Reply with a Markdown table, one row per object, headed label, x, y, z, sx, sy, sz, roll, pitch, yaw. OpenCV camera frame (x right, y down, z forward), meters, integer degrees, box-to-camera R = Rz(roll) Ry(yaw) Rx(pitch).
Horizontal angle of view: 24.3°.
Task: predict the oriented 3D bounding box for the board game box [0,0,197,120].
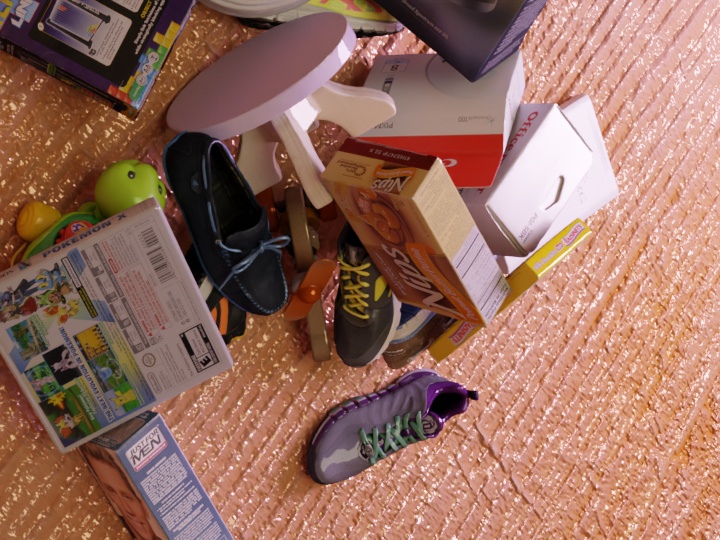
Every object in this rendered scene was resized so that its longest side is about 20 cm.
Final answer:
| label | x | y | z | sx | sy | sz | roll | pitch | yaw |
| --- | --- | --- | --- | --- | --- | --- | --- | --- | --- |
| board game box | -0.230 | -0.263 | 1.508 | 0.164 | 0.057 | 0.202 | 28 | 80 | -7 |

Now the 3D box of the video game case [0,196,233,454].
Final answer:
| label | x | y | z | sx | sy | sz | roll | pitch | yaw |
| --- | --- | --- | --- | --- | --- | --- | --- | --- | --- |
| video game case | -0.227 | 0.052 | 1.489 | 0.181 | 0.022 | 0.201 | -27 | 130 | -7 |

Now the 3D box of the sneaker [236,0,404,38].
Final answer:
| label | x | y | z | sx | sy | sz | roll | pitch | yaw |
| --- | --- | --- | --- | --- | --- | --- | --- | --- | --- |
| sneaker | -0.031 | -0.284 | 1.697 | 0.198 | 0.078 | 0.092 | 3 | 90 | -38 |

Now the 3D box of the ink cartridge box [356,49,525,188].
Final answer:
| label | x | y | z | sx | sy | sz | roll | pitch | yaw |
| --- | --- | --- | --- | --- | --- | --- | --- | --- | --- |
| ink cartridge box | 0.072 | -0.154 | 1.687 | 0.201 | 0.158 | 0.048 | -67 | 152 | -51 |

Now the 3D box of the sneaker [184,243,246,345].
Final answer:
| label | x | y | z | sx | sy | sz | roll | pitch | yaw |
| --- | --- | --- | --- | --- | --- | --- | --- | --- | --- |
| sneaker | -0.152 | 0.058 | 1.633 | 0.090 | 0.070 | 0.202 | 38 | 69 | -30 |

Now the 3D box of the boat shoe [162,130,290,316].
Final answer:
| label | x | y | z | sx | sy | sz | roll | pitch | yaw |
| --- | --- | --- | --- | --- | --- | --- | --- | --- | --- |
| boat shoe | -0.121 | -0.037 | 1.576 | 0.084 | 0.068 | 0.201 | -52 | 124 | -31 |

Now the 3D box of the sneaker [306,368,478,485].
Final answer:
| label | x | y | z | sx | sy | sz | roll | pitch | yaw |
| --- | --- | --- | --- | --- | --- | --- | --- | --- | --- |
| sneaker | 0.033 | 0.164 | 1.776 | 0.199 | 0.087 | 0.075 | -33 | 113 | -32 |

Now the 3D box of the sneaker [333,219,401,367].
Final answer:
| label | x | y | z | sx | sy | sz | roll | pitch | yaw |
| --- | --- | --- | --- | --- | --- | --- | --- | --- | --- |
| sneaker | 0.000 | 0.000 | 1.702 | 0.084 | 0.074 | 0.202 | -2 | 105 | -62 |

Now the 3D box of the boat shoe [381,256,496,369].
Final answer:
| label | x | y | z | sx | sy | sz | roll | pitch | yaw |
| --- | --- | --- | --- | --- | --- | --- | --- | --- | --- |
| boat shoe | 0.080 | 0.034 | 1.820 | 0.199 | 0.072 | 0.073 | -36 | 134 | -35 |

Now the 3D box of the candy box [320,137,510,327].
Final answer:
| label | x | y | z | sx | sy | sz | roll | pitch | yaw |
| --- | --- | --- | --- | --- | --- | --- | --- | --- | --- |
| candy box | 0.055 | -0.035 | 1.599 | 0.056 | 0.115 | 0.201 | -55 | 138 | -21 |

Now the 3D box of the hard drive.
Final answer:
| label | x | y | z | sx | sy | sz | roll | pitch | yaw |
| --- | --- | --- | --- | --- | --- | --- | --- | --- | --- |
| hard drive | 0.212 | -0.101 | 1.933 | 0.199 | 0.026 | 0.133 | -33 | 113 | -31 |

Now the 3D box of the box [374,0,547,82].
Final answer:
| label | x | y | z | sx | sy | sz | roll | pitch | yaw |
| --- | --- | --- | --- | --- | --- | --- | --- | --- | --- |
| box | 0.105 | -0.333 | 1.634 | 0.200 | 0.199 | 0.123 | 40 | 37 | 8 |

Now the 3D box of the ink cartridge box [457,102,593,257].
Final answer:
| label | x | y | z | sx | sy | sz | roll | pitch | yaw |
| --- | --- | --- | --- | --- | --- | --- | --- | --- | --- |
| ink cartridge box | 0.123 | -0.098 | 1.754 | 0.083 | 0.199 | 0.147 | 48 | 65 | -30 |

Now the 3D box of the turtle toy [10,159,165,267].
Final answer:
| label | x | y | z | sx | sy | sz | roll | pitch | yaw |
| --- | --- | --- | --- | --- | --- | --- | --- | --- | --- |
| turtle toy | -0.242 | -0.007 | 1.537 | 0.145 | 0.101 | 0.202 | 26 | 78 | -36 |

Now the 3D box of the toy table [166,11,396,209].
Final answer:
| label | x | y | z | sx | sy | sz | roll | pitch | yaw |
| --- | --- | --- | --- | --- | --- | --- | --- | --- | --- |
| toy table | -0.073 | -0.153 | 1.625 | 0.117 | 0.198 | 0.185 | 54 | 26 | -35 |

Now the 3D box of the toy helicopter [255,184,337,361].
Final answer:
| label | x | y | z | sx | sy | sz | roll | pitch | yaw |
| --- | --- | --- | --- | --- | --- | --- | --- | --- | --- |
| toy helicopter | -0.050 | 0.011 | 1.685 | 0.078 | 0.133 | 0.202 | -11 | 123 | -3 |

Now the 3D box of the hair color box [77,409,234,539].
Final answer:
| label | x | y | z | sx | sy | sz | roll | pitch | yaw |
| --- | --- | --- | --- | --- | --- | --- | --- | --- | --- |
| hair color box | -0.190 | 0.225 | 1.598 | 0.060 | 0.100 | 0.201 | -39 | 116 | -27 |

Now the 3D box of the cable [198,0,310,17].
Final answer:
| label | x | y | z | sx | sy | sz | roll | pitch | yaw |
| --- | --- | --- | --- | --- | --- | --- | --- | --- | --- |
| cable | -0.101 | -0.344 | 1.593 | 0.197 | 0.069 | 0.203 | 4 | 95 | -6 |

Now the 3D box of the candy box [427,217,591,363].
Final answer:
| label | x | y | z | sx | sy | sz | roll | pitch | yaw |
| --- | --- | --- | --- | --- | --- | --- | --- | --- | --- |
| candy box | 0.151 | 0.022 | 1.723 | 0.026 | 0.200 | 0.102 | 48 | 49 | 2 |
